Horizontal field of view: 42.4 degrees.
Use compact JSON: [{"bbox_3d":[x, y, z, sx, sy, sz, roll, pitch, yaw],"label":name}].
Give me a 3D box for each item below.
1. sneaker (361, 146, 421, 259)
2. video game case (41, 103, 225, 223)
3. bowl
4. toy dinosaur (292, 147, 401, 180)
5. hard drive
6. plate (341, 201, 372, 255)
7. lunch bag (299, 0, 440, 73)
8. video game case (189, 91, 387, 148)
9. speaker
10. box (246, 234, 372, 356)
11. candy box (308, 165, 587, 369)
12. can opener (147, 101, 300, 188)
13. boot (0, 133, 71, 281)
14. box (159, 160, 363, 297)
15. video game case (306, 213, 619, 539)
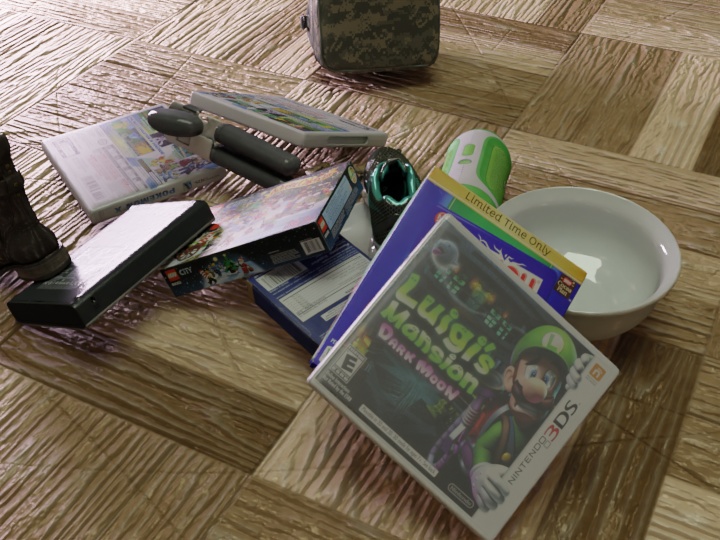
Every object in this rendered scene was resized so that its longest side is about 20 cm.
[{"bbox_3d":[0.040,-0.094,1.042,0.076,0.092,0.201,-3,39,-4],"label":"sneaker"},{"bbox_3d":[-0.299,-0.146,1.214,0.181,0.022,0.200,-23,43,-24],"label":"video game case"},{"bbox_3d":[0.221,0.008,0.959,0.198,0.091,0.202,-1,40,1],"label":"bowl"},{"bbox_3d":[-0.044,-0.118,1.171,0.197,0.059,0.101,-3,23,-2],"label":"toy dinosaur"},{"bbox_3d":[-0.268,-0.011,1.007,0.138,0.033,0.200,-1,35,42],"label":"hard drive"},{"bbox_3d":[0.000,0.000,1.026,0.198,0.033,0.200,-18,43,-19],"label":"plate"},{"bbox_3d":[0.016,-0.378,1.407,0.197,0.141,0.168,-7,22,-10],"label":"lunch bag"},{"bbox_3d":[-0.092,-0.198,1.219,0.199,0.022,0.181,25,20,31],"label":"video game case"},{"bbox_3d":[0.128,-0.095,1.076,0.087,0.089,0.201,7,29,10],"label":"speaker"},{"bbox_3d":[-0.010,0.041,0.928,0.120,0.033,0.200,-30,47,-26],"label":"box"},{"bbox_3d":[0.076,0.042,0.814,0.168,0.077,0.201,33,79,-3],"label":"candy box"},{"bbox_3d":[-0.170,-0.147,1.126,0.198,0.054,0.067,27,27,20],"label":"can opener"},{"bbox_3d":[-0.405,-0.077,1.003,0.198,0.176,0.069,1,35,36],"label":"boot"},{"bbox_3d":[-0.105,-0.046,1.004,0.198,0.038,0.137,-16,27,25],"label":"box"},{"bbox_3d":[0.087,0.087,0.761,0.200,0.023,0.182,41,80,-3],"label":"video game case"}]
